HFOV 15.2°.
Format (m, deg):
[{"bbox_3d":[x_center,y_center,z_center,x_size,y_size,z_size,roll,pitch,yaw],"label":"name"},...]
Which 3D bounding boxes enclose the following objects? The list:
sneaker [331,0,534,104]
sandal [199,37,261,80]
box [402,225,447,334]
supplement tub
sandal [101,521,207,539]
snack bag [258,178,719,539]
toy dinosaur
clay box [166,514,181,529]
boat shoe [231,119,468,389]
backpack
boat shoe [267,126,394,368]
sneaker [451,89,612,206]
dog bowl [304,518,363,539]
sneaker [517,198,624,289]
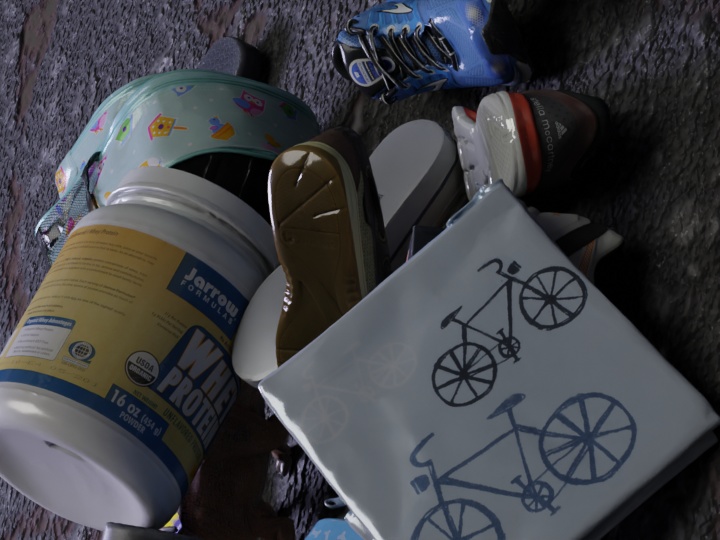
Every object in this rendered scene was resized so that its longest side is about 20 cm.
[{"bbox_3d":[0.040,-0.136,1.698,0.079,0.089,0.200,65,161,-11],"label":"sneaker"},{"bbox_3d":[-0.125,-0.078,2.058,0.201,0.043,0.076,-59,36,9],"label":"sandal"},{"bbox_3d":[0.035,0.080,1.570,0.200,0.046,0.160,104,173,-73],"label":"box"},{"bbox_3d":[-0.143,0.050,1.707,0.144,0.144,0.201,-23,35,57],"label":"supplement tub"},{"bbox_3d":[-0.092,0.203,1.687,0.076,0.200,0.043,5,68,33],"label":"sandal"},{"bbox_3d":[0.062,0.075,1.445,0.188,0.021,0.200,-40,63,-2],"label":"snack bag"},{"bbox_3d":[-0.097,0.132,1.783,0.086,0.135,0.201,-12,64,60],"label":"toy dinosaur"},{"bbox_3d":[-0.119,0.231,1.869,0.115,0.047,0.201,-54,32,35],"label":"clay box"},{"bbox_3d":[0.000,0.000,1.683,0.072,0.066,0.201,21,72,46],"label":"boat shoe"},{"bbox_3d":[-0.114,-0.050,1.875,0.200,0.175,0.154,-45,42,40],"label":"backpack"},{"bbox_3d":[-0.009,0.012,1.589,0.073,0.065,0.201,16,124,29],"label":"boat shoe"},{"bbox_3d":[0.105,-0.069,1.595,0.200,0.081,0.078,-179,76,-82],"label":"sneaker"},{"bbox_3d":[0.036,0.184,1.516,0.199,0.111,0.050,2,62,52],"label":"dog bowl"},{"bbox_3d":[0.103,0.060,1.493,0.074,0.079,0.201,75,-158,-78],"label":"sneaker"}]
